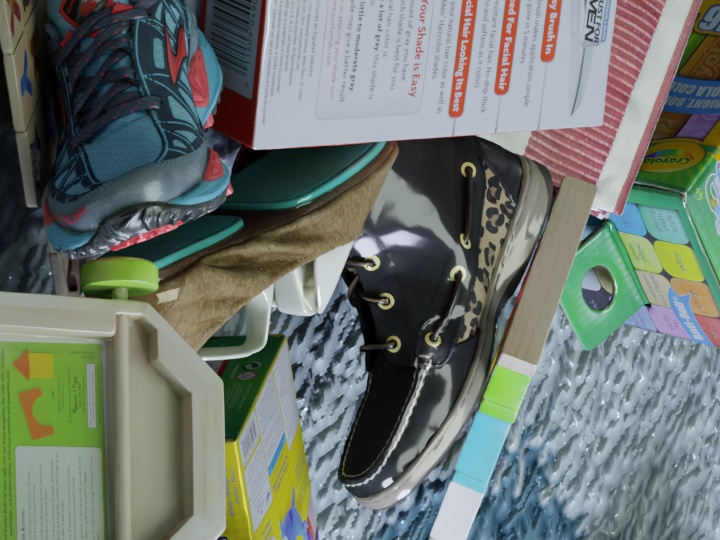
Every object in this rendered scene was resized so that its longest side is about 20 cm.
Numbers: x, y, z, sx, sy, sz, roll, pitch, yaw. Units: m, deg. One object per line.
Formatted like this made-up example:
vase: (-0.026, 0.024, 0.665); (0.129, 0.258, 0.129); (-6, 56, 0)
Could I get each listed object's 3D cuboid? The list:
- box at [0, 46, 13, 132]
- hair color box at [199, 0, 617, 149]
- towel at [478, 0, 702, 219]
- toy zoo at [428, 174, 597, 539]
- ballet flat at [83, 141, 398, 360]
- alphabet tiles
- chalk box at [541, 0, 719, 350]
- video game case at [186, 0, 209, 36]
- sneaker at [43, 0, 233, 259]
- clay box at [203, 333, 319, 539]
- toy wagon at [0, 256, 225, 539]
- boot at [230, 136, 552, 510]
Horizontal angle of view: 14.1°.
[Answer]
box: (-0.234, -0.060, 1.174); (0.200, 0.075, 0.100); (-41, 128, -33)
hair color box: (0.024, -0.121, 1.347); (0.199, 0.064, 0.111); (-5, 110, -32)
towel: (0.079, -0.129, 1.506); (0.200, 0.023, 0.145); (27, 79, -27)
toy zoo: (0.075, 0.061, 1.524); (0.200, 0.020, 0.131); (108, 4, -49)
ballet flat: (-0.048, -0.003, 1.316); (0.200, 0.068, 0.073); (-35, 121, -49)
alphabet tiles: (-0.134, -0.087, 1.252); (0.167, 0.008, 0.201); (-85, 169, -68)
chalk box: (0.177, -0.043, 1.618); (0.200, 0.124, 0.125); (-52, 133, -27)
video game case: (-0.048, -0.186, 1.337); (0.181, 0.045, 0.201); (-20, 119, -26)
sneaker: (-0.107, -0.077, 1.207); (0.079, 0.200, 0.096); (-20, 116, 5)
clay box: (-0.054, 0.146, 1.423); (0.115, 0.047, 0.201); (-65, 151, -63)
toy wagon: (-0.152, 0.070, 1.176); (0.199, 0.040, 0.156); (4, 75, -21)
boot: (0.000, 0.000, 1.429); (0.150, 0.073, 0.201); (34, 73, -26)
